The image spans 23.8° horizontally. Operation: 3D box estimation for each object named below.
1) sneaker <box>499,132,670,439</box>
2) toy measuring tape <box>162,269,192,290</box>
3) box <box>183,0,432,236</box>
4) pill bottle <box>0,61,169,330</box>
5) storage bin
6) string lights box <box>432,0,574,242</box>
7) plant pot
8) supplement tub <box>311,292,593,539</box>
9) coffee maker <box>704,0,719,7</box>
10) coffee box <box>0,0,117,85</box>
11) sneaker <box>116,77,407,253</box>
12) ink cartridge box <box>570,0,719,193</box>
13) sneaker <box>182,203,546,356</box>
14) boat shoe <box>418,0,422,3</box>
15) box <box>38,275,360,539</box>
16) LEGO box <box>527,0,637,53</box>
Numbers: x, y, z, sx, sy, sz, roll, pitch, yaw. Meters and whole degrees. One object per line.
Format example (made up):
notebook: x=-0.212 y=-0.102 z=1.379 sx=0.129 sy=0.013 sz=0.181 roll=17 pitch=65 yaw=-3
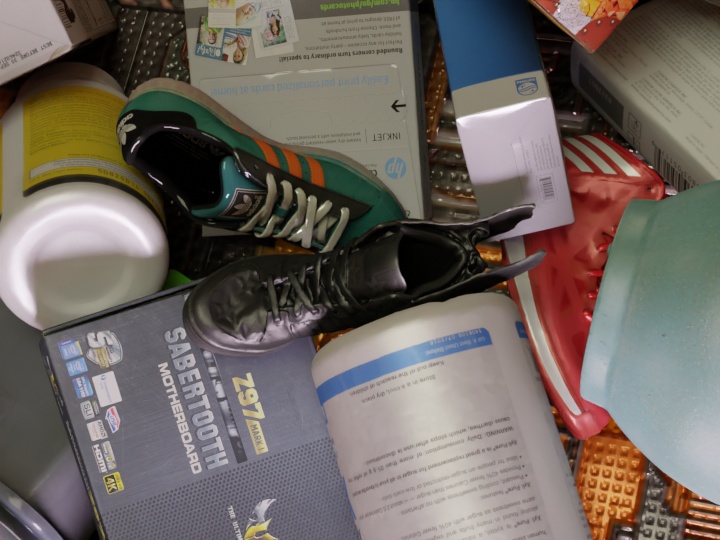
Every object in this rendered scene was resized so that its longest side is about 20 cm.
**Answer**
sneaker: x=0.150 y=-0.002 z=1.066 sx=0.115 sy=0.078 sz=0.201 roll=-19 pitch=68 yaw=9
toy measuring tape: x=-0.076 y=0.071 z=1.110 sx=0.199 sy=0.074 sz=0.074 roll=32 pitch=81 yaw=12
box: x=-0.036 y=-0.127 z=1.134 sx=0.155 sy=0.041 sz=0.201 roll=-3 pitch=96 yaw=14
pill bottle: x=-0.187 y=-0.056 z=1.124 sx=0.112 sy=0.112 sz=0.200 roll=-24 pitch=36 yaw=6
storage bin: x=-0.229 y=0.086 z=1.110 sx=0.200 sy=0.146 sz=0.134 roll=32 pitch=71 yaw=23
string lights box: x=0.085 y=-0.126 z=1.073 sx=0.059 sy=0.103 sz=0.201 roll=-13 pitch=43 yaw=6
plant pot: x=0.201 y=0.032 z=0.965 sx=0.134 sy=0.200 sz=0.201 roll=15 pitch=75 yaw=14
supplement tub: x=0.058 y=0.125 z=0.995 sx=0.131 sy=0.132 sz=0.201 roll=-18 pitch=79 yaw=8
coffee maker: x=0.225 y=-0.245 z=1.098 sx=0.199 sy=0.135 sz=0.192 roll=24 pitch=36 yaw=34
coffee box: x=-0.244 y=-0.170 z=1.162 sx=0.113 sy=0.200 sz=0.080 roll=-25 pitch=101 yaw=5
sneaker: x=-0.064 y=-0.047 z=1.074 sx=0.199 sy=0.080 sz=0.072 roll=25 pitch=118 yaw=-10
ink cartridge box: x=0.260 y=-0.128 z=1.092 sx=0.199 sy=0.057 sz=0.163 roll=-25 pitch=52 yaw=-17
sneaker: x=0.000 y=0.003 z=1.002 sx=0.199 sy=0.104 sz=0.060 roll=-6 pitch=74 yaw=-20
boat shoe: x=0.057 y=-0.236 z=1.178 sx=0.199 sy=0.066 sz=0.074 roll=-28 pitch=85 yaw=-1
box: x=-0.091 y=0.109 z=1.037 sx=0.157 sy=0.051 sz=0.201 roll=-17 pitch=84 yaw=-17
LEGO box: x=0.113 y=-0.246 z=1.012 sx=0.149 sy=0.077 sz=0.200 roll=-50 pitch=46 yaw=10
